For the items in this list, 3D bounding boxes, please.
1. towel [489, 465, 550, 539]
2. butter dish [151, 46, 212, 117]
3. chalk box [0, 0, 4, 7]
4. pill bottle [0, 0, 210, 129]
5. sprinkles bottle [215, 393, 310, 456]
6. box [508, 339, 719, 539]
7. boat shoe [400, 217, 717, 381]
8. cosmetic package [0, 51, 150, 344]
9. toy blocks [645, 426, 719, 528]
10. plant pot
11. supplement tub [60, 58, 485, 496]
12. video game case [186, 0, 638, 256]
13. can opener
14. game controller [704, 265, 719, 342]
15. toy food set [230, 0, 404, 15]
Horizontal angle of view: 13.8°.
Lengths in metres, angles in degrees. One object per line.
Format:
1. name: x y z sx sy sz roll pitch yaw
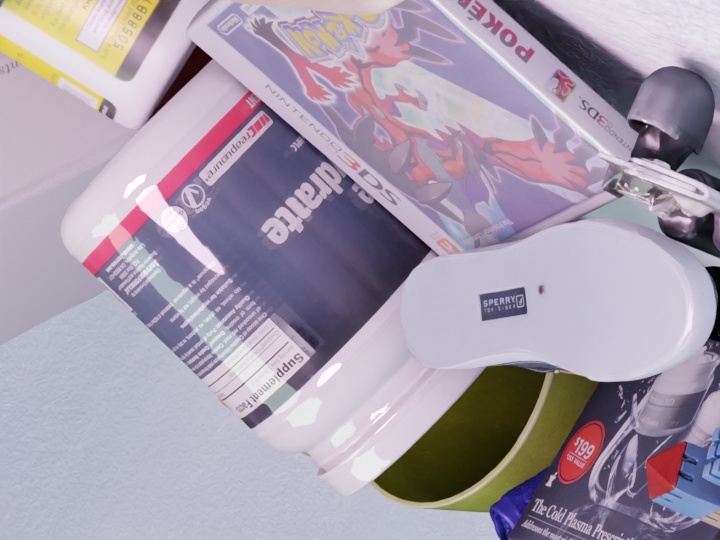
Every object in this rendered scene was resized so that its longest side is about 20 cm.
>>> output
1. towel: 0.169 0.131 1.731 0.050 0.200 0.148 50 166 29
2. butter dish: -0.051 -0.047 1.715 0.199 0.148 0.200 36 173 -30
3. chalk box: -0.188 -0.194 1.331 0.124 0.125 0.200 32 172 -8
4. pill bottle: -0.168 -0.167 1.495 0.200 0.111 0.111 31 174 -4
5. sprinkles bottle: 0.000 0.000 1.592 0.068 0.200 0.068 31 174 4
6. box: 0.200 0.107 1.576 0.104 0.182 0.200 34 172 -22
7. boat shoe: 0.110 0.011 1.336 0.091 0.071 0.200 -4 -179 -35
8. cosmetic package: -0.216 -0.086 1.630 0.200 0.165 0.165 61 172 21
9. toy blocks: 0.220 0.088 1.343 0.137 0.100 0.200 24 157 -15
10. plant pot: 0.123 0.070 1.797 0.200 0.187 0.187 17 -176 -39
11. supplement tub: -0.037 0.000 1.478 0.200 0.140 0.140 44 173 -4
12. video game case: 0.023 -0.081 1.342 0.182 0.023 0.200 41 157 -9
13. can opener: 0.162 -0.039 1.274 0.053 0.067 0.200 21 -178 28
14. game controller: 0.236 0.043 1.380 0.200 0.042 0.104 18 -176 -32
15. toy food set: -0.052 -0.176 1.189 0.144 0.060 0.200 47 167 -22
